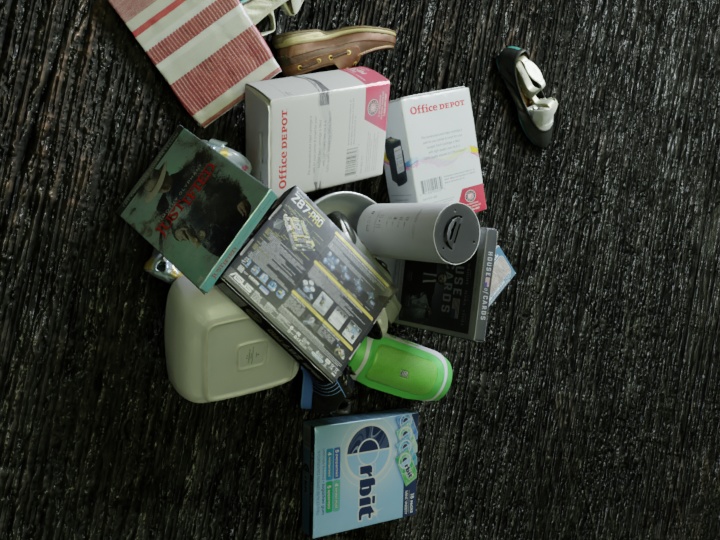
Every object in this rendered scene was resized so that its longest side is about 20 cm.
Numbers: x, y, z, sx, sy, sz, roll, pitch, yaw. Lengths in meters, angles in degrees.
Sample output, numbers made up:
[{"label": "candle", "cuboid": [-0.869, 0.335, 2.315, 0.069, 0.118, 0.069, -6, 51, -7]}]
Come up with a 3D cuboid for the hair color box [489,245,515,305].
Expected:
[{"label": "hair color box", "cuboid": [0.135, 0.011, 1.123, 0.100, 0.199, 0.061, -47, 115, -20]}]

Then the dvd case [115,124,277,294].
[{"label": "dvd case", "cuboid": [-0.209, -0.082, 0.895, 0.147, 0.199, 0.022, -53, 146, -1]}]

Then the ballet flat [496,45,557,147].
[{"label": "ballet flat", "cuboid": [0.309, -0.309, 1.290, 0.068, 0.068, 0.201, -44, 114, -22]}]

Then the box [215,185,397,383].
[{"label": "box", "cuboid": [-0.066, 0.019, 0.920, 0.200, 0.049, 0.162, 44, 66, -17]}]

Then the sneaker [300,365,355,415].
[{"label": "sneaker", "cuboid": [-0.044, 0.141, 1.035, 0.076, 0.202, 0.071, 10, 50, 4]}]

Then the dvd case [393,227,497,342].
[{"label": "dvd case", "cuboid": [0.114, 0.013, 1.033, 0.024, 0.199, 0.154, 7, 90, -32]}]

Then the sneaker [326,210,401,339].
[{"label": "sneaker", "cuboid": [0.000, 0.000, 1.043, 0.079, 0.073, 0.203, -42, 120, -33]}]

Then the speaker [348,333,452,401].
[{"label": "speaker", "cuboid": [0.052, 0.150, 1.148, 0.198, 0.088, 0.090, 22, 82, -31]}]

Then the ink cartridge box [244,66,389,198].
[{"label": "ink cartridge box", "cuboid": [-0.063, -0.200, 1.024, 0.197, 0.083, 0.149, -17, 128, -30]}]

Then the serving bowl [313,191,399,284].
[{"label": "serving bowl", "cuboid": [-0.036, -0.016, 1.092, 0.197, 0.065, 0.205, -2, 93, -32]}]

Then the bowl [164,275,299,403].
[{"label": "bowl", "cuboid": [-0.157, 0.091, 0.965, 0.196, 0.075, 0.203, -9, 125, -28]}]

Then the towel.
[{"label": "towel", "cuboid": [-0.216, -0.313, 0.955, 0.143, 0.023, 0.201, -35, 113, 0]}]

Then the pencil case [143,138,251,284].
[{"label": "pencil case", "cuboid": [-0.218, -0.073, 0.962, 0.091, 0.082, 0.203, 41, 68, -61]}]

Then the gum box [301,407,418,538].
[{"label": "gum box", "cuboid": [0.002, 0.319, 1.150, 0.197, 0.044, 0.174, -1, 93, -31]}]

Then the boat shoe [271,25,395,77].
[{"label": "boat shoe", "cuboid": [-0.036, -0.326, 1.074, 0.197, 0.072, 0.069, -14, 106, -24]}]

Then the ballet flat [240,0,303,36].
[{"label": "ballet flat", "cuboid": [-0.125, -0.379, 1.021, 0.199, 0.067, 0.063, -36, 121, -15]}]

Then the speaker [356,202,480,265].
[{"label": "speaker", "cuboid": [0.076, -0.054, 1.004, 0.080, 0.199, 0.083, -2, 95, -31]}]

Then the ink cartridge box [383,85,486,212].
[{"label": "ink cartridge box", "cuboid": [0.115, -0.183, 1.167, 0.144, 0.082, 0.204, -16, 101, -30]}]
